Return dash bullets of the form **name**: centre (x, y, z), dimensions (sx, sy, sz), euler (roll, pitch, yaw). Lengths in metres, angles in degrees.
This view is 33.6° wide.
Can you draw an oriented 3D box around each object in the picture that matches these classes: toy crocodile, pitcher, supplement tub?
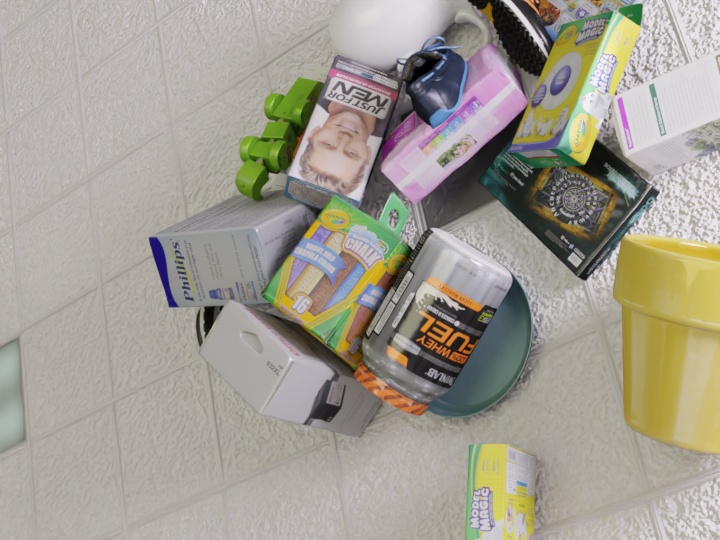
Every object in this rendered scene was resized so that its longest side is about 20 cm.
- **toy crocodile**: centre (-0.108, -0.184, 1.628), dimensions (0.067, 0.062, 0.201), euler (12, 60, 28)
- **pitcher**: centre (0.069, -0.320, 1.579), dimensions (0.199, 0.121, 0.173), euler (-24, 67, 17)
- **supplement tub**: centre (0.082, 0.062, 1.406), dimensions (0.122, 0.122, 0.201), euler (35, 99, 39)

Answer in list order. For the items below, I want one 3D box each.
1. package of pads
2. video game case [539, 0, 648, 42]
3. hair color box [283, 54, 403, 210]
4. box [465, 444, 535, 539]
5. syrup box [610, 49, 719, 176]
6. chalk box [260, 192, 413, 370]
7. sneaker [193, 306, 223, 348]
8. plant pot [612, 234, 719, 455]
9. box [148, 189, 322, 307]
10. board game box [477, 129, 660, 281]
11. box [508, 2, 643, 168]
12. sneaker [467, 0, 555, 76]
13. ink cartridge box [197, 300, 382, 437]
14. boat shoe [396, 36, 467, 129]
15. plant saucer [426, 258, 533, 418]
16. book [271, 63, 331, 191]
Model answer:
- **package of pads**: centre (0.116, -0.185, 1.494), dimensions (0.200, 0.076, 0.121), euler (-41, 16, 20)
- **video game case**: centre (0.290, -0.349, 1.473), dimensions (0.200, 0.018, 0.143), euler (-52, 52, 13)
- **hair color box**: centre (-0.020, -0.174, 1.551), dimensions (0.099, 0.061, 0.201), euler (19, 63, -1)
- **box**: centre (0.154, 0.298, 1.305), dimensions (0.048, 0.117, 0.202), euler (-5, 73, 25)
- **syrup box**: centre (0.384, -0.183, 1.308), dimensions (0.199, 0.079, 0.082), euler (-21, 64, 32)
- **chalk box**: centre (0.000, 0.000, 1.470), dimensions (0.124, 0.124, 0.200), euler (35, 86, 33)
- **sneaker**: centre (-0.212, 0.033, 1.723), dimensions (0.080, 0.073, 0.201), euler (-26, 56, 46)
- **plant pot**: centre (0.346, 0.074, 1.199), dimensions (0.200, 0.200, 0.190), euler (17, 103, 40)
- **box**: centre (-0.144, -0.032, 1.596), dimensions (0.199, 0.184, 0.106), euler (-2, 109, 38)
- **board game box**: centre (0.245, -0.101, 1.424), dimensions (0.135, 0.028, 0.200), euler (-51, 52, 14)
- **box**: centre (0.252, -0.219, 1.381), dimensions (0.201, 0.048, 0.117), euler (-65, 21, -8)
- **sneaker**: centre (0.202, -0.335, 1.483), dimensions (0.090, 0.070, 0.201), euler (-30, 71, -17)
- **ink cartridge box**: centre (-0.082, 0.126, 1.497), dimensions (0.145, 0.200, 0.084), euler (38, 100, 39)
- **boat shoe**: centre (0.088, -0.242, 1.441), dimensions (0.084, 0.069, 0.200), euler (-42, 18, 15)
- **plant saucer**: centre (0.128, 0.082, 1.460), dimensions (0.199, 0.027, 0.202), euler (-12, 69, 34)
- **book**: centre (-0.043, -0.179, 1.664), dimensions (0.133, 0.048, 0.201), euler (15, 86, 36)
